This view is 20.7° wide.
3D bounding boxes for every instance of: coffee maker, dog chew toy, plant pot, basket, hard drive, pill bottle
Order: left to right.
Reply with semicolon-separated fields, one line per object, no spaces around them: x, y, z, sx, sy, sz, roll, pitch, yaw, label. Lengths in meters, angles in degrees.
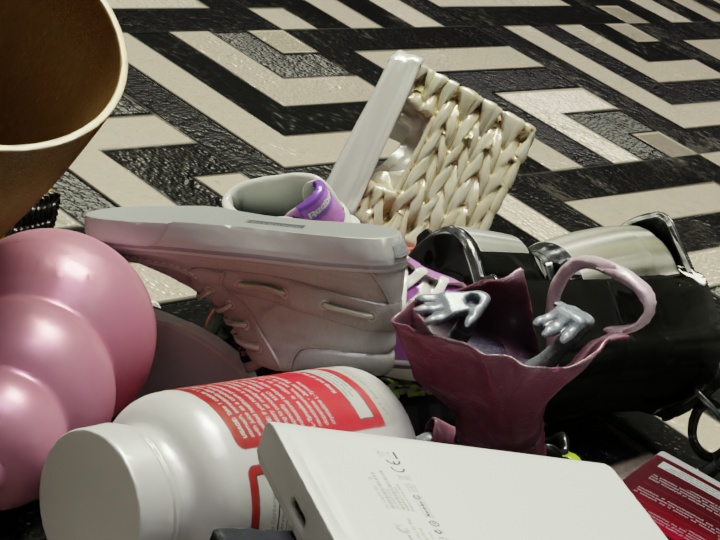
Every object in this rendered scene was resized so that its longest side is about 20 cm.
-0.251;-0.074;1.093;0.186;0.200;0.186;18;45;-19;plant pot
-0.189;0.061;1.110;0.124;0.125;0.200;19;30;-1;dog chew toy
-0.070;0.117;1.078;0.200;0.112;0.112;-5;33;-46;pill bottle
0.046;-0.072;1.499;0.123;0.136;0.200;27;-3;0;basket
0.060;0.127;0.972;0.200;0.026;0.132;10;23;-25;hard drive
0.147;0.053;1.357;0.200;0.135;0.192;-5;44;-36;coffee maker

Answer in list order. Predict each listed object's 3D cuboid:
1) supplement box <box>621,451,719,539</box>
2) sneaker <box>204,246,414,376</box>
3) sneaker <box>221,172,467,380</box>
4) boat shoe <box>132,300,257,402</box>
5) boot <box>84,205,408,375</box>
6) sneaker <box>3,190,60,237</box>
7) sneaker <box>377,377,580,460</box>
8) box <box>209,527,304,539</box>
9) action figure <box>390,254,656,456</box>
0.183;0.185;1.194;0.109;0.061;0.200;29;24;22;supplement box
-0.040;0.024;1.373;0.200;0.071;0.098;-18;25;-40;sneaker
0.000;0.000;1.233;0.200;0.114;0.073;16;54;15;sneaker
-0.152;0.037;1.244;0.200;0.074;0.065;23;27;6;boat shoe
-0.072;0.015;1.181;0.200;0.096;0.074;7;12;15;boot
-0.282;-0.032;1.304;0.090;0.070;0.200;22;14;16;sneaker
0.056;0.094;1.268;0.200;0.083;0.072;28;24;19;sneaker
0.037;0.222;0.918;0.197;0.118;0.200;6;27;-33;box
0.081;0.089;1.162;0.149;0.200;0.134;-31;46;-28;action figure
